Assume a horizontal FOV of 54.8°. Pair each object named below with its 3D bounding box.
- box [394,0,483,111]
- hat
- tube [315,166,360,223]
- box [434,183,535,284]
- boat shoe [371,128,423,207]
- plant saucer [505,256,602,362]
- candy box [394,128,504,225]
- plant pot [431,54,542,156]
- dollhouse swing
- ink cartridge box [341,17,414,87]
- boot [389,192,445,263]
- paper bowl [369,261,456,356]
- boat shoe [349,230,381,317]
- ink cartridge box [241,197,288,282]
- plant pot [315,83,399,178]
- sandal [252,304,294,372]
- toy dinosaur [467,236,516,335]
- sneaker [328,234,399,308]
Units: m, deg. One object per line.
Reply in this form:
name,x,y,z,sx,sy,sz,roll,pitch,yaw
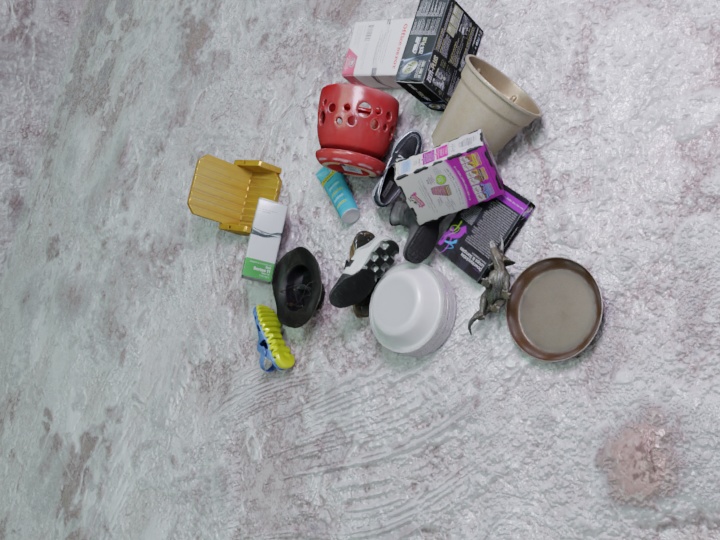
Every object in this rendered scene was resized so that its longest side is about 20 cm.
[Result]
box,0.181,-0.488,1.579,0.085,0.162,0.205,17,89,39
hat,-0.137,0.046,1.742,0.198,0.080,0.206,-11,74,44
tube,-0.057,-0.207,1.775,0.077,0.050,0.202,-38,51,16
box,0.263,-0.091,1.486,0.143,0.036,0.202,42,104,39
boat shoe,0.091,-0.239,1.618,0.202,0.071,0.068,-58,10,-2
plant saucer,0.377,0.077,1.349,0.197,0.032,0.205,-13,69,37
candy box,0.184,-0.191,1.443,0.196,0.137,0.062,-19,39,20
plant pot,0.251,-0.318,1.475,0.185,0.198,0.202,-53,51,29
dollhouse swing,-0.350,-0.217,1.928,0.179,0.174,0.205,8,82,40
ink cartridge box,0.063,-0.541,1.741,0.197,0.082,0.150,14,86,41
boot,0.115,-0.102,1.571,0.130,0.070,0.202,6,54,41
paper bowl,0.104,0.081,1.524,0.197,0.103,0.206,-13,68,36
boat shoe,0.006,0.011,1.651,0.074,0.074,0.205,149,126,-65
ink cartridge box,-0.253,-0.074,1.824,0.147,0.081,0.205,161,122,-80
plant pot,-0.016,-0.332,1.675,0.197,0.198,0.187,11,87,40
sandal,-0.242,0.180,1.796,0.087,0.079,0.203,-41,54,28
toy dinosaur,0.273,0.046,1.410,0.075,0.102,0.204,16,117,19
sneaker,0.000,0.000,1.579,0.200,0.074,0.088,-44,30,-2
